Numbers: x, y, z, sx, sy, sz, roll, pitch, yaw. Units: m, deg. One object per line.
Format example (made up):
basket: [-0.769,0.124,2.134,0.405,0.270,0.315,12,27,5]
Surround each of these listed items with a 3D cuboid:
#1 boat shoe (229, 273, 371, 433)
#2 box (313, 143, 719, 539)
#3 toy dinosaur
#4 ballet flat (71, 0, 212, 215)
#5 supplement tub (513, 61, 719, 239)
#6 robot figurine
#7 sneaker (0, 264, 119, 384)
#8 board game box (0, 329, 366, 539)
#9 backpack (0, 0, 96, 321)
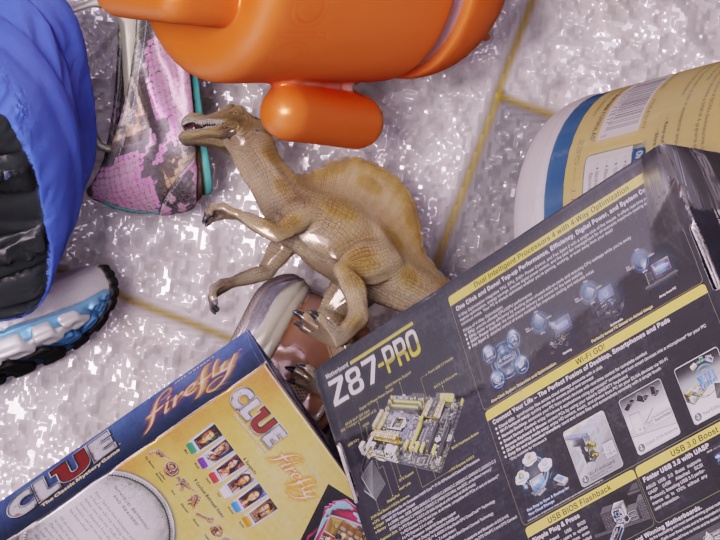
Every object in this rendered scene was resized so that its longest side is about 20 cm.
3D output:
boat shoe: [-0.051,0.103,1.137,0.072,0.076,0.201,25,93,2]
box: [0.083,0.068,0.994,0.200,0.049,0.162,-34,66,34]
toy dinosaur: [0.000,0.000,1.104,0.200,0.058,0.101,36,58,-8]
ballet flat: [-0.105,-0.125,1.150,0.071,0.069,0.201,-1,91,-12]
supplement tub: [0.179,-0.020,1.045,0.200,0.144,0.145,-13,86,39]
robot figurine: [-0.017,-0.137,1.096,0.199,0.117,0.144,-5,62,-37]
sneaker: [-0.210,0.022,1.157,0.199,0.075,0.087,-19,81,4]
board game box: [-0.048,0.141,1.098,0.135,0.035,0.200,-34,118,-1]
backpack: [-0.214,-0.074,1.100,0.199,0.163,0.168,5,46,13]
